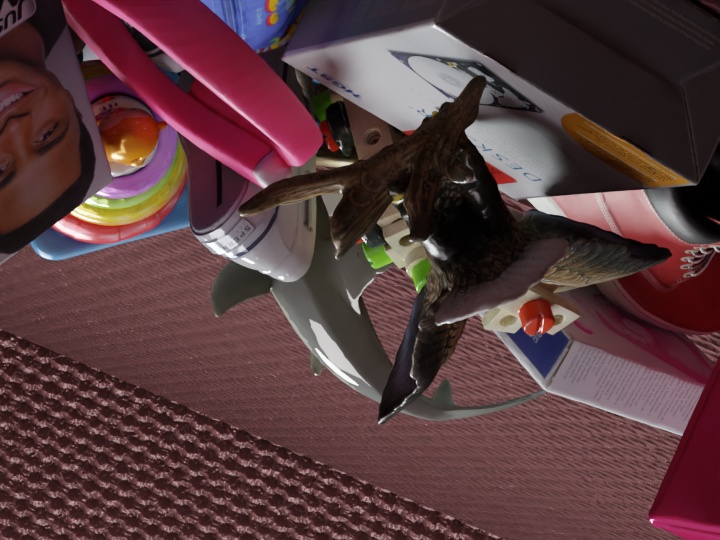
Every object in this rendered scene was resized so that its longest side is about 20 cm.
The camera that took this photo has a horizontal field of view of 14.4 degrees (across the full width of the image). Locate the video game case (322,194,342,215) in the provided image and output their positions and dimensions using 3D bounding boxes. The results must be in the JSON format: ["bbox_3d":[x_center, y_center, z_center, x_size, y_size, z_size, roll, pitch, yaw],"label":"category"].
[{"bbox_3d":[-0.018,-0.049,1.828,0.143,0.018,0.200,-11,-176,-23],"label":"video game case"}]

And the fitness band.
[{"bbox_3d":[-0.096,-0.110,1.450,0.200,0.037,0.144,32,167,51],"label":"fitness band"}]

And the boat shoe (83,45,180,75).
[{"bbox_3d":[-0.120,-0.103,1.833,0.066,0.074,0.200,-1,165,30],"label":"boat shoe"}]

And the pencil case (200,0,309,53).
[{"bbox_3d":[-0.061,-0.162,1.405,0.078,0.087,0.200,15,170,1],"label":"pencil case"}]

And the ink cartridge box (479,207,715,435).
[{"bbox_3d":[0.145,0.030,1.698,0.199,0.043,0.196,18,-161,-36],"label":"ink cartridge box"}]

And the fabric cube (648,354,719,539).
[{"bbox_3d":[0.301,0.090,1.473,0.196,0.201,0.199,27,170,-17],"label":"fabric cube"}]

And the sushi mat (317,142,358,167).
[{"bbox_3d":[0.019,-0.067,1.726,0.199,0.012,0.095,7,-169,43],"label":"sushi mat"}]

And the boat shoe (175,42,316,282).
[{"bbox_3d":[-0.058,-0.068,1.560,0.073,0.201,0.067,-32,125,29],"label":"boat shoe"}]

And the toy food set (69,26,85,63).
[{"bbox_3d":[-0.247,-0.122,1.604,0.197,0.049,0.200,2,-158,9],"label":"toy food set"}]

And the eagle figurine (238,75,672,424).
[{"bbox_3d":[0.056,-0.009,1.372,0.151,0.151,0.200,8,151,28],"label":"eagle figurine"}]

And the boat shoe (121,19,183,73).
[{"bbox_3d":[-0.127,-0.162,1.629,0.068,0.072,0.200,30,175,-23],"label":"boat shoe"}]

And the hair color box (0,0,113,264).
[{"bbox_3d":[-0.200,-0.102,1.453,0.061,0.101,0.201,33,151,35],"label":"hair color box"}]

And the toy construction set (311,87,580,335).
[{"bbox_3d":[0.037,-0.042,1.545,0.200,0.092,0.131,57,-175,36],"label":"toy construction set"}]

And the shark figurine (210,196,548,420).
[{"bbox_3d":[0.006,0.021,1.592,0.089,0.128,0.215,-31,102,39],"label":"shark figurine"}]

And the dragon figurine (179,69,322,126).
[{"bbox_3d":[-0.042,-0.110,1.689,0.099,0.059,0.200,30,172,-33],"label":"dragon figurine"}]

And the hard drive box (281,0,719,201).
[{"bbox_3d":[0.074,-0.106,1.391,0.155,0.077,0.200,30,169,-18],"label":"hard drive box"}]

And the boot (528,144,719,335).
[{"bbox_3d":[0.191,-0.015,1.586,0.144,0.073,0.200,13,160,46],"label":"boot"}]

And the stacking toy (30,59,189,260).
[{"bbox_3d":[-0.141,-0.072,1.621,0.116,0.110,0.200,-15,-179,-9],"label":"stacking toy"}]
